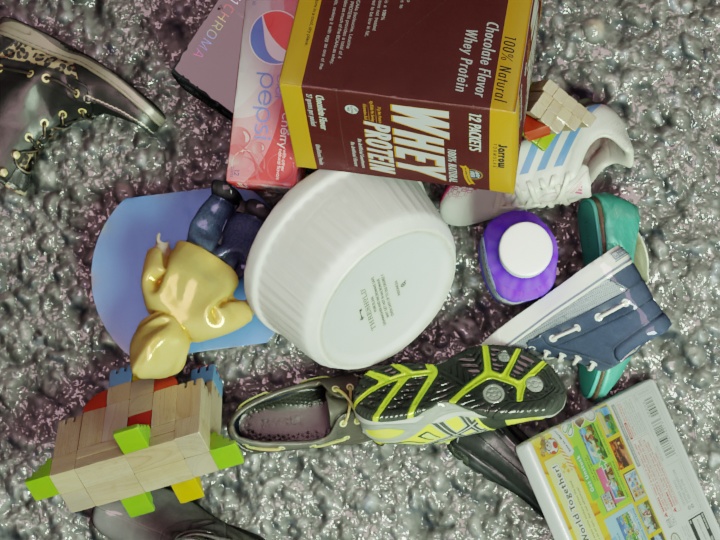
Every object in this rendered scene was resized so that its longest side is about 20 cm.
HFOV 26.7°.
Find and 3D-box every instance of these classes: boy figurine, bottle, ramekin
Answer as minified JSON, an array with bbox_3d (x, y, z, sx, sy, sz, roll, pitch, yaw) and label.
[{"bbox_3d":[-0.151,0.019,1.426,0.123,0.064,0.202,26,74,2],"label":"boy figurine"},{"bbox_3d":[0.146,-0.012,1.398,0.064,0.200,0.085,-15,87,1],"label":"bottle"},{"bbox_3d":[0.000,0.000,1.395,0.202,0.202,0.094,-44,55,-1],"label":"ramekin"}]

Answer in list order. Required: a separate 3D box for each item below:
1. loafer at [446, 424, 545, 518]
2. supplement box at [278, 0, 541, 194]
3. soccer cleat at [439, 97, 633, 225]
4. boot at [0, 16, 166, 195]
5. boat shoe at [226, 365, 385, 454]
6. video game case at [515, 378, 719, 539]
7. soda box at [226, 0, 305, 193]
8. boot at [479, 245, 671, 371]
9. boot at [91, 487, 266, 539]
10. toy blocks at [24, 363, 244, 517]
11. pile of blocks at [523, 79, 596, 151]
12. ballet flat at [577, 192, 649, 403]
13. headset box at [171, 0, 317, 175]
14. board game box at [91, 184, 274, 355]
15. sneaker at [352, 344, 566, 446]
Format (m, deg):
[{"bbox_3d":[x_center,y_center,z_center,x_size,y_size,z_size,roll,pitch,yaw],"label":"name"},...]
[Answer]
[{"bbox_3d":[0.176,0.191,1.447,0.199,0.068,0.071,33,98,8],"label":"loafer"},{"bbox_3d":[0.050,-0.194,1.315,0.197,0.133,0.200,7,64,8],"label":"supplement box"},{"bbox_3d":[0.171,-0.090,1.457,0.198,0.070,0.087,-31,55,-1],"label":"soccer cleat"},{"bbox_3d":[-0.304,-0.144,1.491,0.198,0.073,0.152,29,87,8],"label":"boot"},{"bbox_3d":[-0.031,0.138,1.464,0.198,0.061,0.073,-13,85,2],"label":"boat shoe"},{"bbox_3d":[0.251,0.224,1.416,0.181,0.023,0.202,-20,85,-36],"label":"video game case"},{"bbox_3d":[-0.078,-0.175,1.396,0.069,0.063,0.203,5,87,3],"label":"soda box"},{"bbox_3d":[0.193,0.065,1.412,0.200,0.072,0.091,-40,80,41],"label":"boot"},{"bbox_3d":[-0.169,0.253,1.427,0.197,0.132,0.071,16,88,4],"label":"boot"},{"bbox_3d":[-0.210,0.146,1.440,0.197,0.137,0.101,-17,125,8],"label":"toy blocks"},{"bbox_3d":[0.139,-0.151,1.439,0.082,0.200,0.062,37,88,-36],"label":"pile of blocks"},{"bbox_3d":[0.249,0.026,1.461,0.069,0.067,0.203,1,88,-17],"label":"ballet flat"},{"bbox_3d":[-0.052,-0.200,1.474,0.199,0.093,0.175,35,89,4],"label":"headset box"},{"bbox_3d":[-0.164,0.003,1.494,0.197,0.039,0.160,-7,81,-3],"label":"board game box"},{"bbox_3d":[0.093,0.122,1.418,0.197,0.077,0.076,-3,54,5],"label":"sneaker"}]
